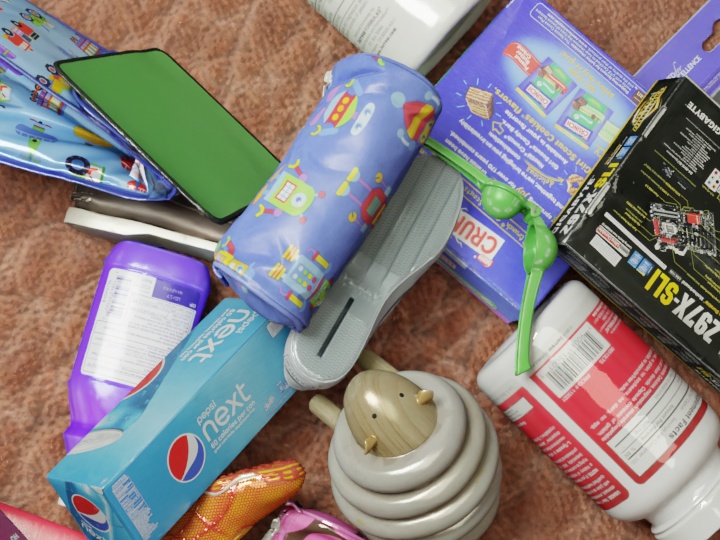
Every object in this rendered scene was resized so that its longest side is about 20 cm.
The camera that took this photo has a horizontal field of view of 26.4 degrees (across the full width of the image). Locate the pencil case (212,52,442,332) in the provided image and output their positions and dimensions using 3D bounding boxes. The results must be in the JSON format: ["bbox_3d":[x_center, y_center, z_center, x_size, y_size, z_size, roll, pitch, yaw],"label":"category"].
[{"bbox_3d":[-0.025,-0.059,1.050,0.087,0.078,0.200,28,78,20],"label":"pencil case"}]

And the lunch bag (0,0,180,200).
[{"bbox_3d":[-0.200,-0.110,1.123,0.200,0.151,0.094,25,108,-7],"label":"lunch bag"}]

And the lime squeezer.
[{"bbox_3d":[0.098,-0.029,1.104,0.071,0.038,0.200,-26,85,2],"label":"lime squeezer"}]

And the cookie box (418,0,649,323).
[{"bbox_3d":[0.120,-0.088,1.193,0.171,0.075,0.200,41,79,2],"label":"cookie box"}]

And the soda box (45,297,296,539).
[{"bbox_3d":[-0.122,0.105,1.083,0.200,0.068,0.064,-46,123,-34],"label":"soda box"}]

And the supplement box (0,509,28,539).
[{"bbox_3d":[-0.302,0.222,1.047,0.131,0.103,0.200,-41,91,22],"label":"supplement box"}]

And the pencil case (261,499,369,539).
[{"bbox_3d":[-0.067,0.266,1.104,0.094,0.091,0.200,37,76,-27],"label":"pencil case"}]

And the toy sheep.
[{"bbox_3d":[0.039,0.139,1.104,0.138,0.200,0.138,-15,47,17],"label":"toy sheep"}]

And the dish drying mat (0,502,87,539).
[{"bbox_3d":[-0.247,0.218,1.126,0.200,0.018,0.077,21,77,-2],"label":"dish drying mat"}]

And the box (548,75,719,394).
[{"bbox_3d":[0.258,-0.023,1.154,0.200,0.049,0.160,39,83,-14],"label":"box"}]

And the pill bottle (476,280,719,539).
[{"bbox_3d":[0.193,0.112,1.146,0.200,0.112,0.112,45,78,3],"label":"pill bottle"}]

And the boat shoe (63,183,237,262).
[{"bbox_3d":[-0.121,-0.039,1.163,0.200,0.072,0.060,13,81,2],"label":"boat shoe"}]

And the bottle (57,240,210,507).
[{"bbox_3d":[-0.173,0.082,1.135,0.083,0.065,0.200,16,78,-7],"label":"bottle"}]

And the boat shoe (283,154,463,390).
[{"bbox_3d":[0.000,0.000,1.110,0.074,0.067,0.200,40,68,-6],"label":"boat shoe"}]

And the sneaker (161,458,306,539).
[{"bbox_3d":[-0.120,0.197,1.097,0.200,0.073,0.077,-31,81,8],"label":"sneaker"}]

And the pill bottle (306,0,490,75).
[{"bbox_3d":[0.000,-0.248,1.191,0.200,0.114,0.114,43,78,3],"label":"pill bottle"}]

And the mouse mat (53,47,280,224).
[{"bbox_3d":[-0.128,-0.103,1.120,0.161,0.200,0.008,44,107,3],"label":"mouse mat"}]

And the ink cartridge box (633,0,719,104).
[{"bbox_3d":[0.352,-0.150,1.248,0.200,0.043,0.198,44,79,3],"label":"ink cartridge box"}]
